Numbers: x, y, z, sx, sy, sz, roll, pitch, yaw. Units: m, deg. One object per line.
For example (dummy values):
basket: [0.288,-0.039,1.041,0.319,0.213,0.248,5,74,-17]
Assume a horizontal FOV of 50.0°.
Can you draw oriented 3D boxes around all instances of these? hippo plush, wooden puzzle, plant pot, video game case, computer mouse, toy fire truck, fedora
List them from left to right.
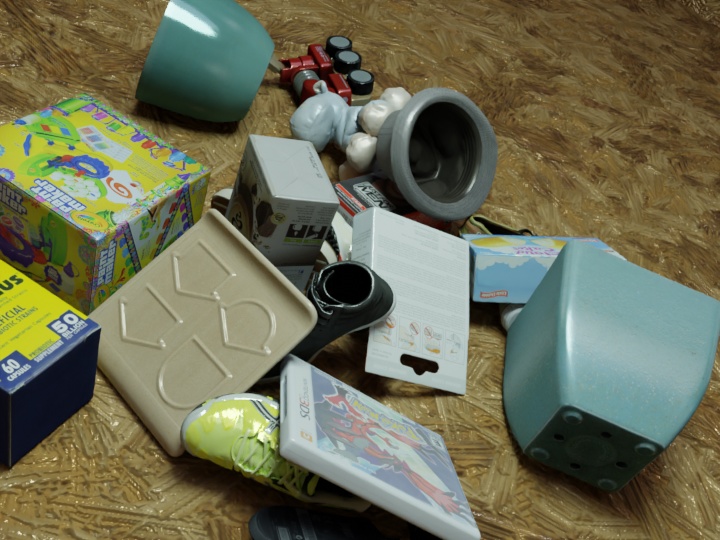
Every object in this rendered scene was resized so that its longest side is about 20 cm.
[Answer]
wooden puzzle: [-0.167,0.061,0.796,0.200,0.046,0.185,-44,66,-8]
plant pot: [-0.225,-0.317,1.163,0.160,0.201,0.201,23,37,-16]
toy fire truck: [-0.093,-0.324,1.296,0.199,0.129,0.177,-9,47,-18]
hippo plush: [-0.015,-0.234,1.183,0.160,0.160,0.200,31,40,11]
computer mouse: [0.001,0.267,0.676,0.199,0.046,0.140,12,14,-24]
video game case: [0.012,0.167,0.742,0.199,0.023,0.182,31,12,-14]
fedora: [0.095,-0.164,1.088,0.199,0.178,0.090,13,0,-42]
plant pot: [0.273,0.126,0.882,0.195,0.197,0.201,24,47,2]

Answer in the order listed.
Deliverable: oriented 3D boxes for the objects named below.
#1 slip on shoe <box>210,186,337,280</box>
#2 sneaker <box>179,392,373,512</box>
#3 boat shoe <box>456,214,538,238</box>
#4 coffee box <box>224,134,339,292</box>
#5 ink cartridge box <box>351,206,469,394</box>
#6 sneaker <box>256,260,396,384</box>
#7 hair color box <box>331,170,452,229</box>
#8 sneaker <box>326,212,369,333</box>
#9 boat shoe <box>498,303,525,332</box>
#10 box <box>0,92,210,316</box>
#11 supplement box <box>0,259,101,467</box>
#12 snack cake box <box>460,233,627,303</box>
slip on shoe: [-0.103,-0.056,0.995,0.199,0.076,0.061,26,42,26]
sneaker: [-0.069,0.170,0.722,0.199,0.076,0.076,17,6,-13]
boat shoe: [0.236,-0.022,1.126,0.199,0.068,0.072,17,37,-7]
coffee box: [-0.104,-0.036,0.876,0.079,0.201,0.113,2,41,-28]
ink cartridge box: [0.061,0.040,0.933,0.159,0.047,0.201,18,67,-34]
sneaker: [-0.059,0.050,0.817,0.199,0.099,0.071,-28,66,-2]
hair color box: [0.045,-0.093,1.125,0.199,0.061,0.101,-20,53,-41]
sneaker: [0.000,0.000,0.999,0.093,0.070,0.200,4,42,-38]
boat shoe: [0.284,0.062,1.052,0.199,0.072,0.062,11,33,-12]
box: [-0.317,-0.083,0.892,0.199,0.122,0.193,32,39,12]
supplement box: [-0.356,0.064,0.713,0.199,0.110,0.109,30,39,11]
snack cake box: [0.240,-0.002,1.043,0.198,0.068,0.115,2,15,-4]
